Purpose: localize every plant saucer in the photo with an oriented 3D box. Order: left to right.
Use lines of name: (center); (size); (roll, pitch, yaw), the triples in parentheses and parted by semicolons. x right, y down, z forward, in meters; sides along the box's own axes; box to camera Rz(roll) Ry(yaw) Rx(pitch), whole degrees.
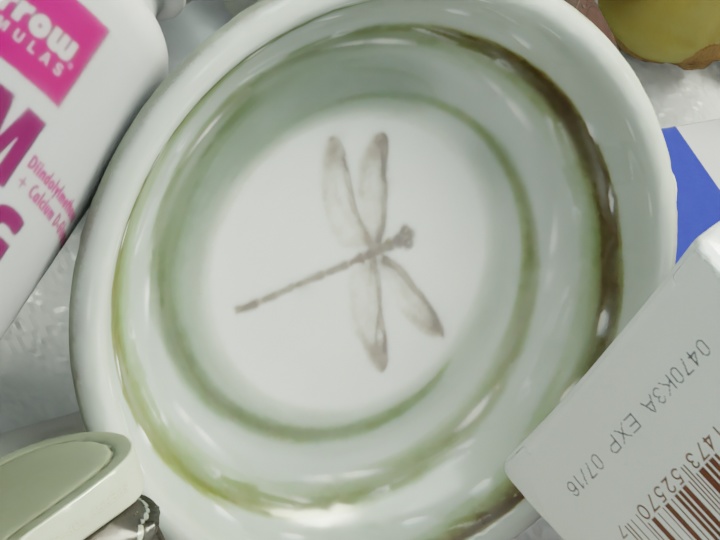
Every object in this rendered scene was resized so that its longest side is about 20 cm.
plant saucer: (0.000, 0.000, 0.800); (0.199, 0.201, 0.050); (6, 15, -29)

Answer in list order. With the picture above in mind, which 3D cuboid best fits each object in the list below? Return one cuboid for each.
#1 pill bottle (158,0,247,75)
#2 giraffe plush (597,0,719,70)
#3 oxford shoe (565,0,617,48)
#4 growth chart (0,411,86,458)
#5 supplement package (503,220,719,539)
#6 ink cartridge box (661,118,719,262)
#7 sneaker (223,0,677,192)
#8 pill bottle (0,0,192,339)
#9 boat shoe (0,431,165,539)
pill bottle: (-0.122, -0.127, 0.874); (0.200, 0.112, 0.112); (43, 44, 5)
giraffe plush: (0.181, -0.162, 1.003); (0.172, 0.201, 0.162); (1, 16, -35)
oxford shoe: (0.028, -0.114, 0.941); (0.200, 0.071, 0.073); (43, 34, -45)
growth chart: (-0.042, 0.118, 0.792); (0.144, 0.018, 0.200); (-24, 69, -42)
supplement package: (0.160, 0.027, 0.786); (0.117, 0.117, 0.200); (47, 45, 12)
ink cartridge box: (0.138, -0.007, 0.989); (0.199, 0.044, 0.094); (-12, 60, -38)
sneaker: (0.027, -0.079, 0.842); (0.200, 0.080, 0.077); (42, 70, -36)
pill bottle: (-0.125, -0.047, 0.746); (0.113, 0.113, 0.201); (33, 75, -4)
boat shoe: (-0.130, 0.116, 0.698); (0.201, 0.072, 0.061); (-32, 114, -31)
